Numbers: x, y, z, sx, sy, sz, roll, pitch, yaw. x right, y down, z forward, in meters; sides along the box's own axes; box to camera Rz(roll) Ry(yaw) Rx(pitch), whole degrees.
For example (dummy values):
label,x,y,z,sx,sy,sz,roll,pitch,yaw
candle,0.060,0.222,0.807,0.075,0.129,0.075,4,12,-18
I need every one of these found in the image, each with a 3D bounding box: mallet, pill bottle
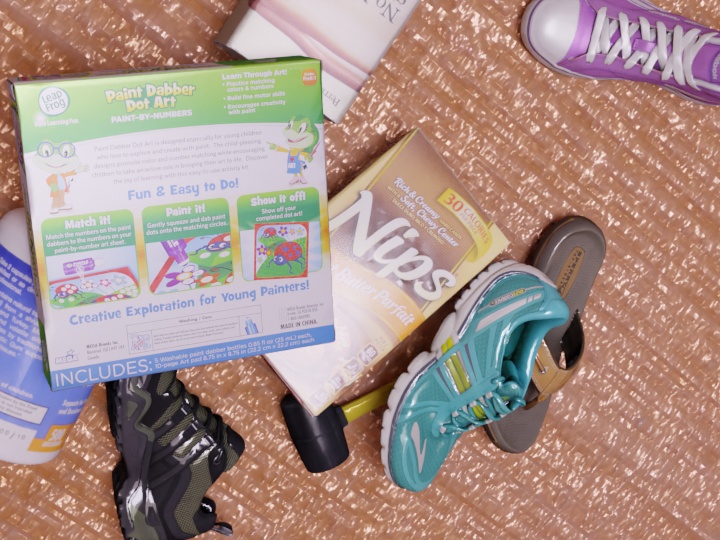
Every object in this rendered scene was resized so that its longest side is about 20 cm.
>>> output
label,x,y,z,sx,sy,sz,roll,pitch,yaw
mallet,0.029,0.085,0.915,0.199,0.041,0.066,-32,103,-9
pill bottle,-0.223,0.025,0.807,0.112,0.112,0.201,27,95,-15

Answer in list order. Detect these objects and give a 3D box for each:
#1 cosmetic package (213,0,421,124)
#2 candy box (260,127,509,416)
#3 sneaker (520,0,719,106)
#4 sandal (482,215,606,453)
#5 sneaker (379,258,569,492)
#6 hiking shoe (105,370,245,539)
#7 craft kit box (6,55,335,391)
label,x,y,z,sx,sy,sz,roll,pitch,yaw
cosmetic package,-0.007,-0.217,0.816,0.103,0.087,0.201,32,94,-17
candy box,0.000,0.000,0.860,0.200,0.055,0.116,-41,98,-8
sneaker,0.228,-0.172,0.861,0.199,0.114,0.073,10,101,-12
sandal,0.155,0.055,0.913,0.081,0.055,0.201,24,92,-36
sneaker,0.083,0.087,0.861,0.077,0.080,0.201,21,104,-49
hiking shoe,-0.141,0.118,0.872,0.100,0.076,0.201,-5,111,-19
craft kit box,-0.119,-0.035,0.749,0.199,0.048,0.199,-8,109,-21
